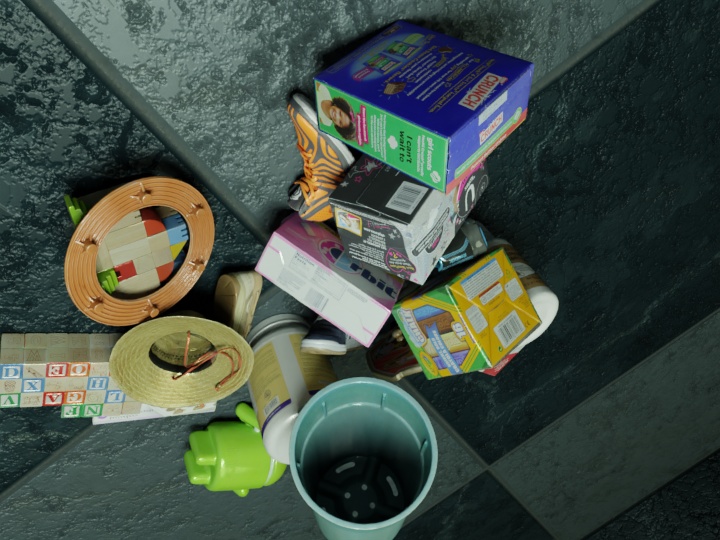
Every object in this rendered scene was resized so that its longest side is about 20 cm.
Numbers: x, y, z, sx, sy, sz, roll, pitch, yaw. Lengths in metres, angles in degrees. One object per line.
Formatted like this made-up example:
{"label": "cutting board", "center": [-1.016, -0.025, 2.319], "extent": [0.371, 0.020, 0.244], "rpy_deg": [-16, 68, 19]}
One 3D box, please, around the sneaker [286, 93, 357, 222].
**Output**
{"label": "sneaker", "center": [-0.062, -0.132, 0.838], "extent": [0.111, 0.078, 0.200], "rpy_deg": [-36, 136, 5]}

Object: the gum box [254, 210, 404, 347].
{"label": "gum box", "center": [-0.043, 0.003, 0.877], "extent": [0.197, 0.114, 0.067], "rpy_deg": [34, 115, 0]}

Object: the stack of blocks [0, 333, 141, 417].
{"label": "stack of blocks", "center": [-0.416, 0.154, 0.920], "extent": [0.195, 0.059, 0.117], "rpy_deg": [4, 127, -30]}

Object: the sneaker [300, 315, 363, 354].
{"label": "sneaker", "center": [-0.040, 0.069, 0.978], "extent": [0.068, 0.112, 0.199], "rpy_deg": [3, 179, 17]}

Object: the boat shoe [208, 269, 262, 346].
{"label": "boat shoe", "center": [-0.195, 0.086, 0.968], "extent": [0.064, 0.071, 0.203], "rpy_deg": [-17, 144, -44]}

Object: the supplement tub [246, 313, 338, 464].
{"label": "supplement tub", "center": [-0.107, 0.185, 1.010], "extent": [0.141, 0.202, 0.148], "rpy_deg": [-14, 135, -14]}

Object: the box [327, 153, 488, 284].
{"label": "box", "center": [0.071, -0.104, 0.834], "extent": [0.202, 0.130, 0.116], "rpy_deg": [-54, 146, -26]}

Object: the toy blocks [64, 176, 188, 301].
{"label": "toy blocks", "center": [-0.283, -0.035, 0.810], "extent": [0.134, 0.100, 0.204], "rpy_deg": [-23, 137, -24]}

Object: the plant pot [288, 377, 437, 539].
{"label": "plant pot", "center": [0.001, 0.293, 0.891], "extent": [0.195, 0.203, 0.199], "rpy_deg": [-15, 142, -14]}

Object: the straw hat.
{"label": "straw hat", "center": [-0.255, 0.105, 0.907], "extent": [0.195, 0.086, 0.205], "rpy_deg": [-8, 133, -9]}

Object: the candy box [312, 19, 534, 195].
{"label": "candy box", "center": [0.071, -0.197, 0.724], "extent": [0.169, 0.198, 0.078], "rpy_deg": [-41, 144, -28]}

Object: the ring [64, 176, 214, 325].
{"label": "ring", "center": [-0.260, -0.017, 0.770], "extent": [0.199, 0.019, 0.204], "rpy_deg": [-36, 144, -31]}

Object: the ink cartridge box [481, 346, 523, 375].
{"label": "ink cartridge box", "center": [0.227, 0.107, 1.201], "extent": [0.197, 0.085, 0.145], "rpy_deg": [22, 118, -39]}

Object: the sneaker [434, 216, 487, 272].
{"label": "sneaker", "center": [0.099, -0.049, 0.920], "extent": [0.081, 0.199, 0.075], "rpy_deg": [-30, 109, -15]}

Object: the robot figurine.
{"label": "robot figurine", "center": [-0.217, 0.336, 1.148], "extent": [0.195, 0.116, 0.180], "rpy_deg": [6, 114, -32]}

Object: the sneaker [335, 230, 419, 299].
{"label": "sneaker", "center": [0.000, 0.000, 0.963], "extent": [0.194, 0.117, 0.075], "rpy_deg": [-10, 136, -17]}

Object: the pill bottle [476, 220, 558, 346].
{"label": "pill bottle", "center": [0.219, 0.015, 1.024], "extent": [0.112, 0.202, 0.116], "rpy_deg": [-18, 139, -17]}

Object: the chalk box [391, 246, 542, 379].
{"label": "chalk box", "center": [0.136, 0.069, 0.915], "extent": [0.123, 0.126, 0.199], "rpy_deg": [-31, -177, -31]}

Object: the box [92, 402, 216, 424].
{"label": "box", "center": [-0.334, 0.213, 1.032], "extent": [0.195, 0.042, 0.039], "rpy_deg": [-1, 130, -28]}

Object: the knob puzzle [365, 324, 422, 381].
{"label": "knob puzzle", "center": [0.084, 0.116, 1.088], "extent": [0.216, 0.220, 0.031], "rpy_deg": [-33, 107, 3]}
